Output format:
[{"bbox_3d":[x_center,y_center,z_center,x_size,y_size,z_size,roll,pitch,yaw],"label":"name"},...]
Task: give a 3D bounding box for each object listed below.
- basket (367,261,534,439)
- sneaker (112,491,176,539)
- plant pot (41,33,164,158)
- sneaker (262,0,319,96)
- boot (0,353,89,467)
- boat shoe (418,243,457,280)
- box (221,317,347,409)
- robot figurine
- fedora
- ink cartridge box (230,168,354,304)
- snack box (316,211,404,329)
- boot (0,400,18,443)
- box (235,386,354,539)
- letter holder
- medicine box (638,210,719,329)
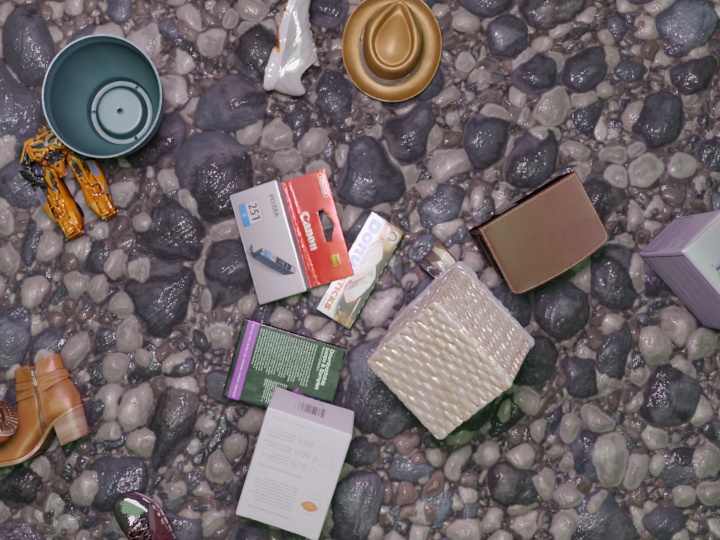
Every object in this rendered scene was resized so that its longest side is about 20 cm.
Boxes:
[{"bbox_3d":[0.149,0.133,1.327,0.200,0.161,0.198,47,120,1],"label":"basket"},{"bbox_3d":[-0.361,0.473,1.362,0.075,0.116,0.201,-41,91,-2],"label":"sneaker"},{"bbox_3d":[-0.427,-0.286,1.363,0.196,0.134,0.205,0,89,-2],"label":"plant pot"},{"bbox_3d":[-0.108,-0.408,1.413,0.090,0.076,0.204,17,96,-9],"label":"sneaker"},{"bbox_3d":[-0.584,0.248,1.381,0.197,0.077,0.158,-24,85,5],"label":"boot"},{"bbox_3d":[0.179,0.048,1.412,0.066,0.072,0.202,-36,85,4],"label":"boat shoe"},{"bbox_3d":[-0.134,0.182,1.414,0.196,0.036,0.146,17,90,0],"label":"box"},{"bbox_3d":[-0.518,-0.168,1.396,0.143,0.058,0.202,-29,90,-4],"label":"robot figurine"},{"bbox_3d":[0.058,-0.407,1.405,0.196,0.082,0.205,0,89,-2],"label":"fedora"},{"bbox_3d":[-0.121,-0.061,1.399,0.173,0.045,0.204,-17,90,10],"label":"ink cartridge box"},{"bbox_3d":[0.000,0.000,1.426,0.071,0.024,0.202,30,89,1],"label":"snack box"},{"bbox_3d":[-0.652,0.272,1.348,0.198,0.074,0.109,14,94,38],"label":"boot"},{"bbox_3d":[-0.110,0.329,1.358,0.150,0.106,0.203,18,102,-2],"label":"box"},{"bbox_3d":[0.316,-0.060,1.401,0.198,0.101,0.144,-30,92,-2],"label":"letter holder"},{"bbox_3d":[0.605,0.002,1.357,0.103,0.200,0.183,-42,91,0],"label":"medicine box"}]
